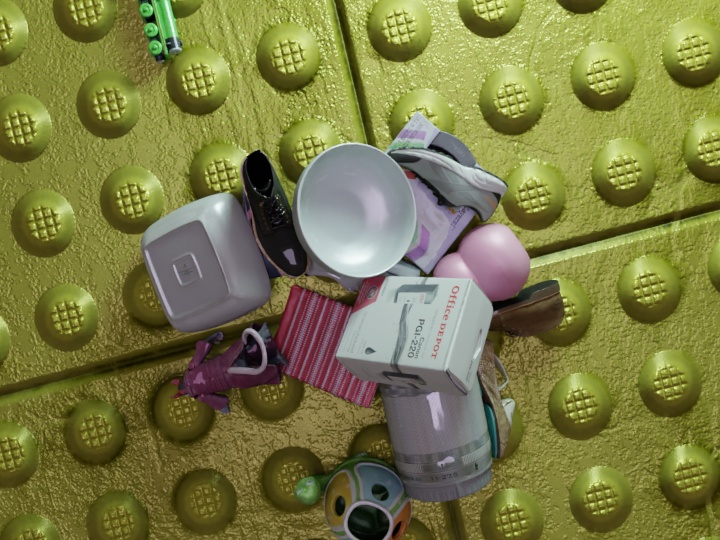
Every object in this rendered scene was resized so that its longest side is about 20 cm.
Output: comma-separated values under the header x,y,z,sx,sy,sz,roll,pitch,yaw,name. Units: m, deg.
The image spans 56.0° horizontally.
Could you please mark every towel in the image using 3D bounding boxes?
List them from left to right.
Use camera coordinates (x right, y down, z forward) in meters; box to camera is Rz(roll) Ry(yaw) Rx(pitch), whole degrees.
x,y,z,sx,sy,sz,roll,pitch,yaw,name
-0.050,0.124,1.120,0.196,0.022,0.148,20,92,13,towel

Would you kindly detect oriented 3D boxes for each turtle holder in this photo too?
x,y,z,sx,sy,sz,roll,pitch,yaw,name
-0.001,0.370,1.094,0.141,0.132,0.186,-43,92,2,turtle holder

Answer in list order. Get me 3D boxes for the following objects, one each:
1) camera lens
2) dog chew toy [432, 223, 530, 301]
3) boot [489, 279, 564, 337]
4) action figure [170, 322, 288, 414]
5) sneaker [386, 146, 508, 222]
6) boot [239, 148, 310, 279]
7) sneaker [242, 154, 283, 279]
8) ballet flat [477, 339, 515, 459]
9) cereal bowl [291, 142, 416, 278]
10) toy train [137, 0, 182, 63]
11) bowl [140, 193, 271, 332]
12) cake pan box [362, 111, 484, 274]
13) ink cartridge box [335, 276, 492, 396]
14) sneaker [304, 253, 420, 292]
x,y,z,sx,sy,sz,roll,pitch,yaw,name
0.120,0.239,1.074,0.156,0.160,0.205,-12,92,1,camera lens
0.173,0.017,1.087,0.198,0.125,0.126,-37,91,6,dog chew toy
0.245,0.085,1.116,0.196,0.074,0.077,-19,99,-2,boot
-0.217,0.170,1.080,0.196,0.149,0.137,-22,93,3,action figure
0.129,-0.139,1.057,0.196,0.074,0.081,22,98,-1,sneaker
-0.131,-0.080,1.011,0.076,0.138,0.203,-27,97,-7,boot
-0.148,-0.088,1.111,0.080,0.070,0.206,-2,100,5,sneaker
0.222,0.209,1.122,0.064,0.070,0.205,-17,96,-13,ballet flat
-0.017,-0.088,1.040,0.195,0.083,0.206,1,88,-23,cereal bowl
-0.340,-0.445,1.114,0.055,0.042,0.205,-14,92,-10,toy train
-0.260,-0.005,1.083,0.196,0.074,0.204,-21,92,23,bowl
0.103,-0.129,1.117,0.183,0.052,0.201,41,92,-3,cake pan box
0.079,0.091,0.994,0.196,0.085,0.148,2,60,37,ink cartridge box
0.000,0.000,1.118,0.195,0.073,0.073,14,101,9,sneaker
